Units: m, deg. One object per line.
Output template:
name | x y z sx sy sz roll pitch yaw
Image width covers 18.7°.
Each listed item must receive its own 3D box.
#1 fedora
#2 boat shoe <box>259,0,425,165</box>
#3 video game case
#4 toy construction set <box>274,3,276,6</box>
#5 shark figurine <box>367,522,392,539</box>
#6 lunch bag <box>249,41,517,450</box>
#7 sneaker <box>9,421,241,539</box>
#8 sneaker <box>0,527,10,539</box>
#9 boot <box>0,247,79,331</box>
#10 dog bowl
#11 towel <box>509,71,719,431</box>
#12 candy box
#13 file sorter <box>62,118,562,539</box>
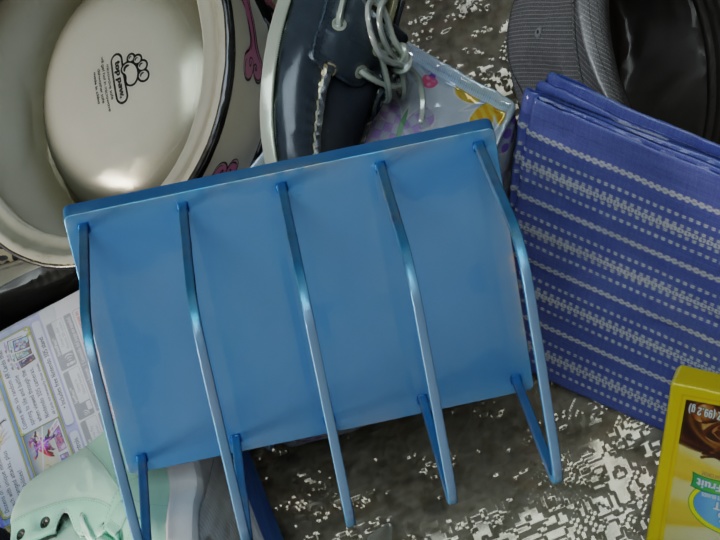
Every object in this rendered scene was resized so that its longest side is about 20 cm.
fedora | 0.139 -0.109 1.160 0.090 0.177 0.201 -17 64 38
boat shoe | -0.002 -0.114 1.046 0.062 0.075 0.201 1 66 19
video game case | -0.151 0.118 1.187 0.181 0.045 0.201 -27 66 9
toy construction set | -0.048 -0.173 1.208 0.200 0.131 0.092 -53 37 29
shark figurine | -0.016 0.229 1.037 0.089 0.215 0.128 -18 112 31
lunch bag | 0.000 0.000 1.136 0.127 0.170 0.200 34 80 18
sneaker | -0.114 0.150 1.066 0.118 0.074 0.201 -32 30 6
sneaker | -0.255 0.206 1.105 0.082 0.070 0.200 4 39 35
boot | -0.169 -0.060 1.244 0.203 0.074 0.154 -21 68 4
dog bowl | -0.122 -0.095 1.134 0.200 0.074 0.201 -7 79 36
towel | 0.140 -0.001 1.103 0.144 0.200 0.024 24 51 18
candy box | 0.247 0.118 1.094 0.199 0.026 0.103 13 118 16
file sorter | -0.020 0.036 0.972 0.199 0.123 0.139 -12 116 -1
